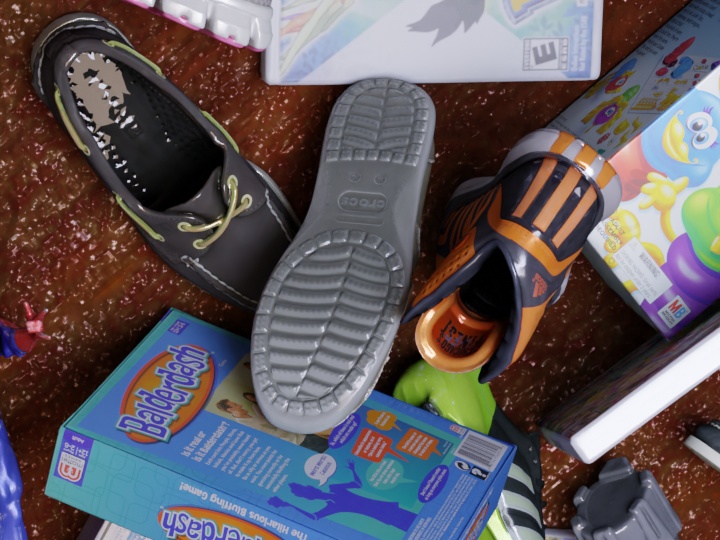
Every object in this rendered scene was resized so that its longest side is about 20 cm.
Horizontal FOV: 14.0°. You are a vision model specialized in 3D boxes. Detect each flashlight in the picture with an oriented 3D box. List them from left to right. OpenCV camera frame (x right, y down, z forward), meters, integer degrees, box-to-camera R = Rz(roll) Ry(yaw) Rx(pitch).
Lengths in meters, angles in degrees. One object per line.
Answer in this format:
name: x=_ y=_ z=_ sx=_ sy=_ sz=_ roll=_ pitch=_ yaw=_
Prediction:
flashlight: x=0.178 y=0.201 z=1.620 sx=0.068 sy=0.068 sz=0.200 roll=-41 pitch=120 yaw=-15

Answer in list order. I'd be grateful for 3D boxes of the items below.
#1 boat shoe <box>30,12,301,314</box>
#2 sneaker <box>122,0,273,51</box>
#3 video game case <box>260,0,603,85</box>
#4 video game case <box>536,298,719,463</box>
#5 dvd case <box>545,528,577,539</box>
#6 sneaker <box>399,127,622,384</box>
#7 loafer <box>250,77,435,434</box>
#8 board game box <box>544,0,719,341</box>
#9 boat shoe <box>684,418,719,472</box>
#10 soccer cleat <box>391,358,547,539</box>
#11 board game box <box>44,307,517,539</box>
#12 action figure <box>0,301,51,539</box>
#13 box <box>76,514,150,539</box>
boat shoe: x=-0.093 y=-0.045 z=1.509 sx=0.072 sy=0.061 sz=0.201 roll=-43 pitch=109 yaw=1
sneaker: x=-0.122 y=-0.184 z=1.462 sx=0.199 sy=0.074 sz=0.088 roll=23 pitch=92 yaw=-15
video game case: x=0.040 y=-0.196 z=1.520 sx=0.182 sy=0.022 sz=0.201 roll=-2 pitch=105 yaw=-12
video game case: x=0.160 y=0.048 z=1.521 sx=0.143 sy=0.200 sz=0.018 roll=-36 pitch=90 yaw=-2
dvd case: x=0.054 y=0.210 z=1.634 sx=0.199 sy=0.018 sz=0.143 roll=4 pitch=104 yaw=-15
sneaker: x=0.057 y=0.009 z=1.472 sx=0.077 sy=0.200 sz=0.112 roll=34 pitch=66 yaw=4
loafer: x=0.000 y=0.000 z=1.498 sx=0.075 sy=0.070 sz=0.200 roll=12 pitch=64 yaw=16
board game box: x=0.195 y=-0.075 z=1.544 sx=0.200 sy=0.105 sz=0.103 roll=-40 pitch=110 yaw=1
boat shoe: x=0.271 y=0.114 z=1.628 sx=0.199 sy=0.075 sz=0.066 roll=27 pitch=95 yaw=-18
soccer cleat: x=0.077 y=0.134 z=1.582 sx=0.081 sy=0.067 sz=0.201 roll=-33 pitch=107 yaw=-47
board game box: x=-0.037 y=0.100 z=1.474 sx=0.199 sy=0.152 sz=0.045 roll=22 pitch=118 yaw=10
action figure: x=-0.191 y=0.090 z=1.490 sx=0.065 sy=0.099 sz=0.201 roll=-6 pitch=85 yaw=-16
box: x=-0.062 y=0.191 z=1.565 sx=0.200 sy=0.060 sz=0.117 roll=28 pitch=100 yaw=-11
